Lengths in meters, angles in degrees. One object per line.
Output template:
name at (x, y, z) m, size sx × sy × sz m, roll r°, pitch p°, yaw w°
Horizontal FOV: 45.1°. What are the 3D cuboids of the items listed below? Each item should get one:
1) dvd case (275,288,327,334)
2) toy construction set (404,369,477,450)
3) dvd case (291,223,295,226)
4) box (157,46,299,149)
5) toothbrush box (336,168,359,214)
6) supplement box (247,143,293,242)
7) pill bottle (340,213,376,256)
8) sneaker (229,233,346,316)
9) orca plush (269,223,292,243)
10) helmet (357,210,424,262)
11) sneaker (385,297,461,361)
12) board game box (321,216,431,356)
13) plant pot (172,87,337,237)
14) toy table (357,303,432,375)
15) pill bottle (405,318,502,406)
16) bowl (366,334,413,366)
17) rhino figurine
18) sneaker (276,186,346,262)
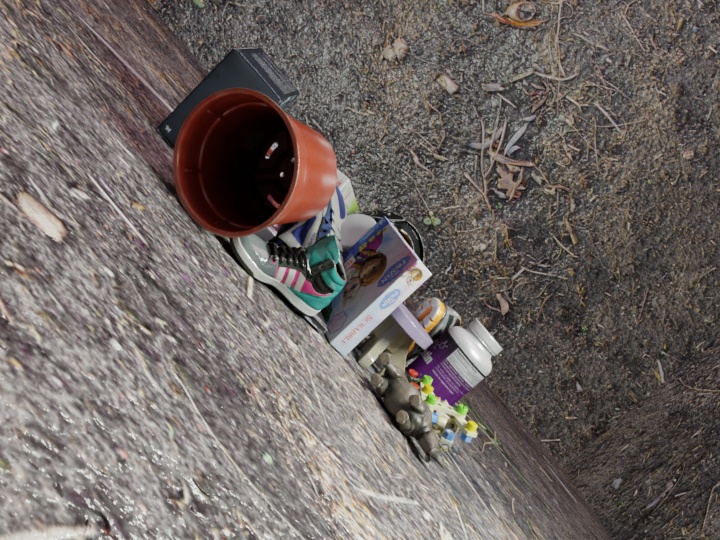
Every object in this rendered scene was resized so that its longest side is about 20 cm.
dvd case at (-0.122, 0.015, 1.442) m, size 0.149 × 0.016 × 0.200 m, roll 46°, pitch 7°, yaw -22°
toy construction set at (0.124, 0.237, 1.487) m, size 0.130 × 0.093 × 0.200 m, roll 24°, pitch -1°, yaw -4°
dvd case at (-0.152, -0.113, 1.661) m, size 0.200 × 0.018 × 0.142 m, roll 49°, pitch -13°, yaw -21°
box at (-0.230, -0.286, 1.548) m, size 0.124 × 0.200 × 0.197 m, roll 47°, pitch 15°, yaw -5°
toothbrush box at (-0.087, -0.127, 1.827) m, size 0.086 × 0.146 × 0.200 m, roll 39°, pitch -9°, yaw 16°
supplement box at (-0.169, -0.134, 1.442) m, size 0.109 × 0.061 × 0.201 m, roll 46°, pitch 31°, yaw -20°
pill bottle at (0.000, 0.000, 1.658) m, size 0.114 × 0.113 × 0.202 m, roll -126°, pitch -161°, yaw -48°
sneaker at (-0.090, -0.019, 1.292) m, size 0.200 × 0.120 × 0.084 m, roll 39°, pitch 24°, yaw -37°
orca plush at (-0.162, -0.115, 1.561) m, size 0.201 × 0.070 × 0.106 m, roll 57°, pitch 15°, yaw -33°
helmet at (0.035, -0.037, 1.853) m, size 0.200 × 0.200 × 0.191 m, roll 49°, pitch 8°, yaw 7°
sneaker at (0.118, 0.134, 1.703) m, size 0.077 × 0.200 × 0.079 m, roll 20°, pitch 46°, yaw -28°
board game box at (0.008, 0.021, 1.481) m, size 0.041 × 0.200 × 0.200 m, roll 43°, pitch 6°, yaw -28°
plant pot at (-0.136, -0.148, 1.267) m, size 0.201 × 0.201 × 0.195 m, roll 50°, pitch 17°, yaw 14°
toy table at (0.046, 0.117, 1.566) m, size 0.184 × 0.117 × 0.200 m, roll 49°, pitch 4°, yaw 10°
pill bottle at (0.167, 0.184, 1.633) m, size 0.113 × 0.200 × 0.112 m, roll 48°, pitch 5°, yaw -5°
bowl at (0.067, 0.120, 1.859) m, size 0.201 × 0.094 × 0.201 m, roll 49°, pitch 4°, yaw -5°
rhino figurine at (0.082, 0.228, 1.368) m, size 0.201 × 0.059 × 0.088 m, roll 55°, pitch -3°, yaw 28°
sneaker at (-0.092, -0.075, 1.560) m, size 0.081 × 0.114 × 0.201 m, roll 62°, pitch 25°, yaw -48°
